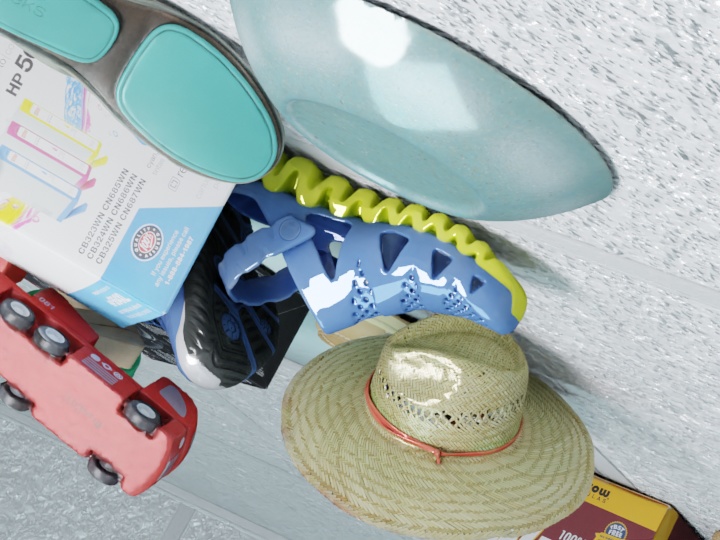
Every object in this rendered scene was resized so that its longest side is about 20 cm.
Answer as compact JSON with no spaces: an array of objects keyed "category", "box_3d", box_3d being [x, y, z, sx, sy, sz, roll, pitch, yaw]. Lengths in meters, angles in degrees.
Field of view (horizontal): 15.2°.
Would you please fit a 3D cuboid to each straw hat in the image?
[{"category":"straw hat","box_3d":[0.055,0.071,1.653,0.201,0.201,0.085,25,131,15]}]

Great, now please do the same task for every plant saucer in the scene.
[{"category":"plant saucer","box_3d":[0.019,-0.067,1.242,0.201,0.039,0.201,27,170,5]}]

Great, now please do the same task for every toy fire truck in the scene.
[{"category":"toy fire truck","box_3d":[-0.167,0.037,1.532,0.200,0.049,0.141,38,-159,6]}]

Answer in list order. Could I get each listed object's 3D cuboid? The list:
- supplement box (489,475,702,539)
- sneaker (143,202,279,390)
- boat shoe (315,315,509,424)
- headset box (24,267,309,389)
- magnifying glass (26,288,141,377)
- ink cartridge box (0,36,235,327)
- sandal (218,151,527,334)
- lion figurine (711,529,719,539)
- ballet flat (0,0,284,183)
[{"category":"supplement box","box_3d":[0.167,0.272,2.039,0.133,0.198,0.200,21,167,32]},{"category":"sneaker","box_3d":[-0.100,0.012,1.565,0.076,0.077,0.200,49,-165,-28]},{"category":"boat shoe","box_3d":[0.039,0.077,1.789,0.200,0.063,0.073,27,173,36]},{"category":"headset box","box_3d":[-0.152,0.009,1.938,0.149,0.077,0.200,35,169,-28]},{"category":"magnifying glass","box_3d":[-0.204,0.043,1.560,0.080,0.022,0.200,46,-156,26]},{"category":"ink cartridge box","box_3d":[-0.174,-0.075,1.454,0.200,0.129,0.125,30,170,-12]},{"category":"sandal","box_3d":[0.000,0.000,1.486,0.200,0.087,0.080,21,165,29]},{"category":"lion figurine","box_3d":[0.278,0.216,1.882,0.122,0.072,0.200,34,159,27]},{"category":"ballet flat","box_3d":[-0.121,-0.117,1.350,0.200,0.067,0.064,33,-164,-21]}]
